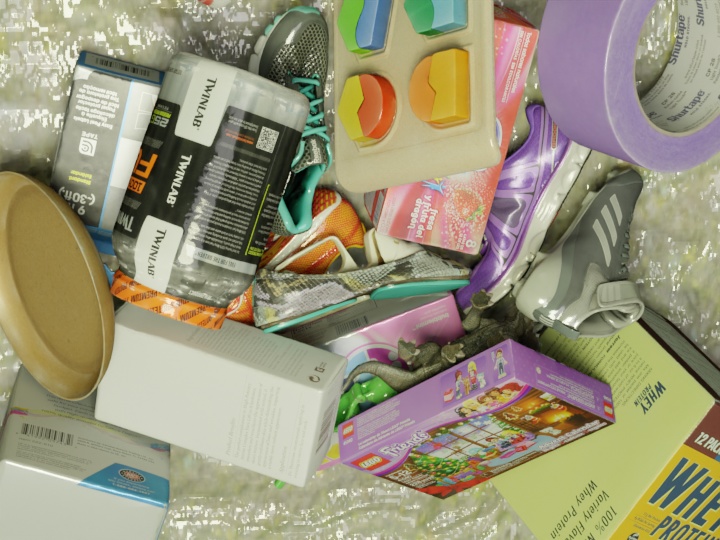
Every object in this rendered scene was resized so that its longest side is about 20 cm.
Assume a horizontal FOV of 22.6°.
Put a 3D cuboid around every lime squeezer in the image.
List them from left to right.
[{"bbox_3d":[0.006,0.127,1.582,0.198,0.038,0.071,-22,140,0],"label":"lime squeezer"}]

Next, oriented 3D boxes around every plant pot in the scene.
[{"bbox_3d":[-0.261,0.010,1.513,0.027,0.199,0.202,-22,113,-34],"label":"plant pot"}]

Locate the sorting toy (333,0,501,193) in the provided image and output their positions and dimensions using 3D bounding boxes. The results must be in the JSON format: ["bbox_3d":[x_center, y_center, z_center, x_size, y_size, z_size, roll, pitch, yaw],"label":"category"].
[{"bbox_3d":[0.036,-0.173,1.456,0.036,0.184,0.203,0,84,-42],"label":"sorting toy"}]

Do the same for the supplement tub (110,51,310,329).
[{"bbox_3d":[-0.125,-0.063,1.443,0.121,0.122,0.202,18,91,-12],"label":"supplement tub"}]

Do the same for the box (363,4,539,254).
[{"bbox_3d":[0.074,-0.129,1.538,0.094,0.103,0.202,12,105,-11],"label":"box"}]

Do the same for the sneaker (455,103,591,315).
[{"bbox_3d":[0.132,-0.055,1.595,0.083,0.081,0.202,27,97,3],"label":"sneaker"}]

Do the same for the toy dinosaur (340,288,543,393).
[{"bbox_3d":[0.084,0.080,1.535,0.199,0.077,0.103,-31,147,-10],"label":"toy dinosaur"}]

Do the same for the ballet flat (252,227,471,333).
[{"bbox_3d":[0.000,0.000,1.540,0.198,0.072,0.073,-13,110,-17],"label":"ballet flat"}]

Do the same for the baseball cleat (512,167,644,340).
[{"bbox_3d":[0.212,-0.007,1.555,0.106,0.200,0.070,34,144,14],"label":"baseball cleat"}]

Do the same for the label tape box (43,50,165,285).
[{"bbox_3d":[-0.194,-0.070,1.544,0.143,0.063,0.202,12,106,-10],"label":"label tape box"}]

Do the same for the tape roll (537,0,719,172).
[{"bbox_3d":[0.248,-0.188,1.501,0.198,0.085,0.202,-14,115,-33],"label":"tape roll"}]

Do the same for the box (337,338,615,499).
[{"bbox_3d":[0.097,0.131,1.526,0.199,0.039,0.136,-30,141,35],"label":"box"}]

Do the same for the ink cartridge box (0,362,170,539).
[{"bbox_3d":[-0.242,0.169,1.548,0.143,0.200,0.085,17,110,-11],"label":"ink cartridge box"}]

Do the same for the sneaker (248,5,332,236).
[{"bbox_3d":[-0.052,-0.120,1.522,0.077,0.091,0.202,-5,116,-38],"label":"sneaker"}]

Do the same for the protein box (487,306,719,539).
[{"bbox_3d":[0.232,0.154,1.578,0.134,0.200,0.199,26,105,-39],"label":"protein box"}]

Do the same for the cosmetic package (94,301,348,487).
[{"bbox_3d":[-0.120,0.100,1.534,0.198,0.074,0.103,19,117,11],"label":"cosmetic package"}]

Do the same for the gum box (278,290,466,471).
[{"bbox_3d":[0.004,0.096,1.620,0.198,0.066,0.115,-20,109,0],"label":"gum box"}]

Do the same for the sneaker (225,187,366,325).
[{"bbox_3d":[-0.078,0.015,1.584,0.199,0.073,0.077,-38,118,9],"label":"sneaker"}]

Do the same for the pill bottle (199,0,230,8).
[{"bbox_3d":[-0.170,-0.306,1.441,0.199,0.116,0.117,29,103,-15],"label":"pill bottle"}]
